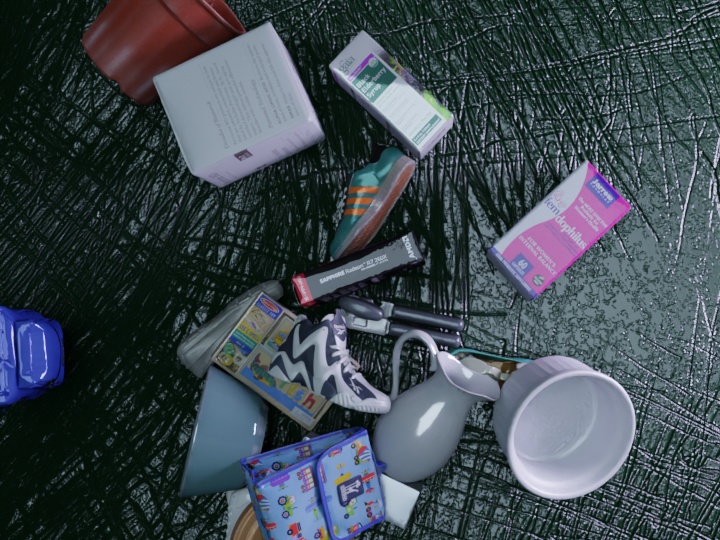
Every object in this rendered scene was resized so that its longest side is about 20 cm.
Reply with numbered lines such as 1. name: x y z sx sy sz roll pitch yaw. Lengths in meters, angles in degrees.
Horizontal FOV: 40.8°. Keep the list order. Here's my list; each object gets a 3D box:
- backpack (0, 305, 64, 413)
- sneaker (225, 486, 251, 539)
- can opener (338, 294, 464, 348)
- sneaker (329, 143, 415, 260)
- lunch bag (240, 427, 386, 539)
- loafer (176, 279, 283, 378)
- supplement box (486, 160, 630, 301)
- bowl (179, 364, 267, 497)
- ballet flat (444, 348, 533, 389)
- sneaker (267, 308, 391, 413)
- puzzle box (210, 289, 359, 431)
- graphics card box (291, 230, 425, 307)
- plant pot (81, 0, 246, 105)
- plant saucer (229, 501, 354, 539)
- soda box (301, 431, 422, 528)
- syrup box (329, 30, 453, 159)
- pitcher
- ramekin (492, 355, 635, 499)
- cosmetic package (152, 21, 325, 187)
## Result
1. backpack: -0.545 0.138 1.504 0.166 0.200 0.164 1 85 -3
2. sneaker: -0.179 0.390 1.518 0.099 0.078 0.201 31 81 13
3. can opener: 0.062 0.082 1.509 0.198 0.066 0.053 12 96 2
4. sneaker: 0.002 -0.108 1.527 0.080 0.071 0.201 35 92 20
5. lunch bag: -0.055 0.321 1.409 0.199 0.094 0.152 -19 107 -17
6. loafer: -0.198 0.091 1.537 0.199 0.070 0.070 -37 101 2
7. supplement box: 0.298 -0.058 1.471 0.200 0.103 0.101 -43 83 1
8. bowl: -0.203 0.252 1.473 0.104 0.201 0.203 12 88 -8
9. ballet flat: 0.215 0.163 1.482 0.198 0.070 0.068 10 87 6
10. sneaker: -0.031 0.128 1.446 0.198 0.079 0.131 19 86 27
11. puzzle box: -0.116 0.141 1.510 0.200 0.025 0.133 37 91 -12
12. graphics card box: 0.000 0.000 1.487 0.199 0.125 0.051 -20 84 5
13. plant pot: -0.318 -0.379 1.520 0.195 0.201 0.201 -41 83 11
14. plant saucer: -0.101 0.425 1.475 0.199 0.032 0.202 -3 98 -22
15. soda box: -0.007 0.322 1.498 0.199 0.068 0.064 24 90 7
16. syrup box: 0.048 -0.274 1.520 0.200 0.081 0.079 44 91 5
17. pitcher: 0.086 0.204 1.455 0.171 0.121 0.200 42 113 14
18. ramekin: 0.292 0.224 1.424 0.199 0.098 0.202 -4 108 -12
19. cosmetic package: -0.183 -0.250 1.502 0.199 0.165 0.166 -24 85 5
